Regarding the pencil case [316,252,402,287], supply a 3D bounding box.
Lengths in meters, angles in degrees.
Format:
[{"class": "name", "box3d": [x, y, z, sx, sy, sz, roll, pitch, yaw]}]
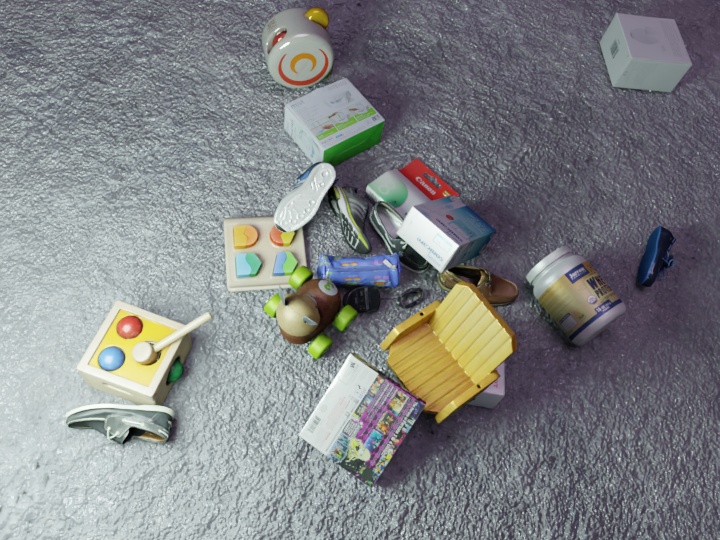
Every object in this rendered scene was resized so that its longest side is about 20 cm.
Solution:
[{"class": "pencil case", "box3d": [0.000, 0.000, 1.447, 0.199, 0.087, 0.079, -1, 77, -9]}]

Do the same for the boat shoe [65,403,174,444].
[{"class": "boat shoe", "box3d": [-0.463, 0.296, 1.210, 0.199, 0.072, 0.068, 5, 56, -9]}]

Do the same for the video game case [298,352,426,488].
[{"class": "video game case", "box3d": [0.003, 0.295, 1.254, 0.181, 0.036, 0.201, 32, 94, 10]}]

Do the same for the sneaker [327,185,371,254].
[{"class": "sneaker", "box3d": [-0.009, -0.130, 1.528, 0.081, 0.074, 0.201, -14, 66, -20]}]

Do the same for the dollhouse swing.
[{"class": "dollhouse swing", "box3d": [0.172, 0.155, 1.242, 0.181, 0.176, 0.200, -30, 71, -21]}]

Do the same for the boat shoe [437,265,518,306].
[{"class": "boat shoe", "box3d": [0.283, 0.033, 1.486, 0.199, 0.068, 0.072, 9, 60, -5]}]

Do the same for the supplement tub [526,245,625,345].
[{"class": "supplement tub", "box3d": [0.495, 0.056, 1.465, 0.144, 0.145, 0.200, -28, 69, -22]}]

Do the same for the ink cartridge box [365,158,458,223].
[{"class": "ink cartridge box", "box3d": [0.136, -0.201, 1.606, 0.200, 0.050, 0.161, -39, 74, -24]}]

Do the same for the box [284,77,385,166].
[{"class": "box", "box3d": [-0.070, -0.382, 1.642, 0.200, 0.097, 0.177, -32, 70, -23]}]

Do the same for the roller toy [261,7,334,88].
[{"class": "roller toy", "box3d": [-0.169, -0.600, 1.694, 0.181, 0.200, 0.140, -11, 62, -9]}]

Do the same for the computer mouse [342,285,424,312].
[{"class": "computer mouse", "box3d": [0.052, 0.064, 1.453, 0.199, 0.034, 0.059, -2, 89, -19]}]

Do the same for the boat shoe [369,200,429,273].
[{"class": "boat shoe", "box3d": [0.094, -0.080, 1.513, 0.076, 0.060, 0.200, -41, 81, -20]}]

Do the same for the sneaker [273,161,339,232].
[{"class": "sneaker", "box3d": [-0.137, -0.175, 1.516, 0.080, 0.146, 0.200, 39, 86, -13]}]

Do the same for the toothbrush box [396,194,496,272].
[{"class": "toothbrush box", "box3d": [0.203, -0.090, 1.479, 0.146, 0.085, 0.200, 44, 35, 21]}]

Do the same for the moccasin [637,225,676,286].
[{"class": "moccasin", "box3d": [0.762, -0.034, 1.600, 0.068, 0.081, 0.200, 31, 61, 3]}]

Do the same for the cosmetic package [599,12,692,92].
[{"class": "cosmetic package", "box3d": [0.874, -0.670, 1.949, 0.199, 0.123, 0.200, 3, 60, -7]}]

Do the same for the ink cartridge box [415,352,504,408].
[{"class": "ink cartridge box", "box3d": [0.205, 0.202, 1.369, 0.199, 0.086, 0.148, 9, 60, -3]}]

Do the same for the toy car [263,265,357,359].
[{"class": "toy car", "box3d": [-0.114, 0.077, 1.303, 0.164, 0.200, 0.158, 41, 85, 10]}]

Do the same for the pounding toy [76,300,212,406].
[{"class": "pounding toy", "box3d": [-0.419, 0.157, 1.254, 0.199, 0.142, 0.185, 20, 60, 2]}]

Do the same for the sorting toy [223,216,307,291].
[{"class": "sorting toy", "box3d": [-0.219, -0.046, 1.464, 0.184, 0.037, 0.201, -3, 62, -11]}]
